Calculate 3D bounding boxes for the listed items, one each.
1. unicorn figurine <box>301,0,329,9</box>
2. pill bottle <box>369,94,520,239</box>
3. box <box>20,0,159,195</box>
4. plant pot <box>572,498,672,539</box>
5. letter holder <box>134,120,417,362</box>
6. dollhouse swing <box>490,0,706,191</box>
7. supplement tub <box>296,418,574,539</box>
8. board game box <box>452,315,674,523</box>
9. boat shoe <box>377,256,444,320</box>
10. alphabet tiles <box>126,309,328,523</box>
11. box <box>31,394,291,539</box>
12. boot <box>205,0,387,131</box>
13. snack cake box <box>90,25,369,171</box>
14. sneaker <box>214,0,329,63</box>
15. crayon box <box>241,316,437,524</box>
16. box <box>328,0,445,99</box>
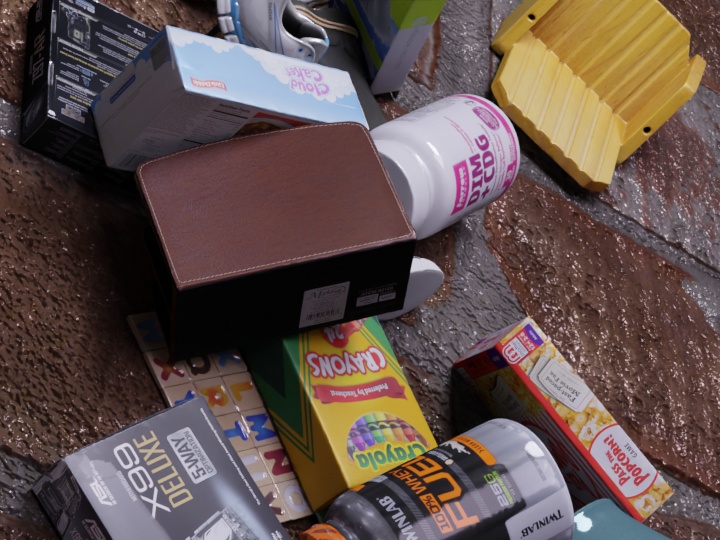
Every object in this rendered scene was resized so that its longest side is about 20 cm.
[{"bbox_3d":[-0.102,-0.285,1.849,0.200,0.137,0.074,42,25,-35],"label":"unicorn figurine"},{"bbox_3d":[0.059,-0.093,1.841,0.113,0.113,0.200,54,36,5],"label":"pill bottle"},{"bbox_3d":[-0.193,-0.142,1.681,0.200,0.044,0.161,23,45,-32],"label":"box"},{"bbox_3d":[0.221,0.301,1.626,0.188,0.200,0.200,47,34,22],"label":"plant pot"},{"bbox_3d":[-0.075,-0.030,1.584,0.200,0.101,0.142,-13,56,-16],"label":"letter holder"},{"bbox_3d":[0.260,-0.218,2.129,0.200,0.182,0.176,43,17,-11],"label":"dollhouse swing"},{"bbox_3d":[0.057,0.207,1.531,0.200,0.123,0.123,-25,76,-24],"label":"supplement tub"},{"bbox_3d":[0.179,0.139,1.745,0.046,0.151,0.200,-40,90,-14],"label":"board game box"},{"bbox_3d":[0.000,0.000,1.736,0.200,0.071,0.064,2,47,-53],"label":"boat shoe"},{"bbox_3d":[-0.090,0.114,1.600,0.167,0.008,0.200,-8,65,-49],"label":"alphabet tiles"},{"bbox_3d":[-0.129,0.207,1.443,0.158,0.050,0.200,-21,76,-52],"label":"box"},{"bbox_3d":[-0.049,-0.179,1.843,0.200,0.077,0.139,-9,71,-48],"label":"boot"},{"bbox_3d":[-0.108,-0.128,1.624,0.200,0.115,0.067,10,52,-42],"label":"snack cake box"},{"bbox_3d":[-0.066,-0.179,1.749,0.075,0.086,0.200,-82,161,-52],"label":"sneaker"},{"bbox_3d":[-0.009,0.124,1.629,0.127,0.051,0.200,-5,63,-48],"label":"crayon box"},{"bbox_3d":[0.023,-0.264,1.909,0.048,0.200,0.122,-13,67,-24],"label":"box"}]
